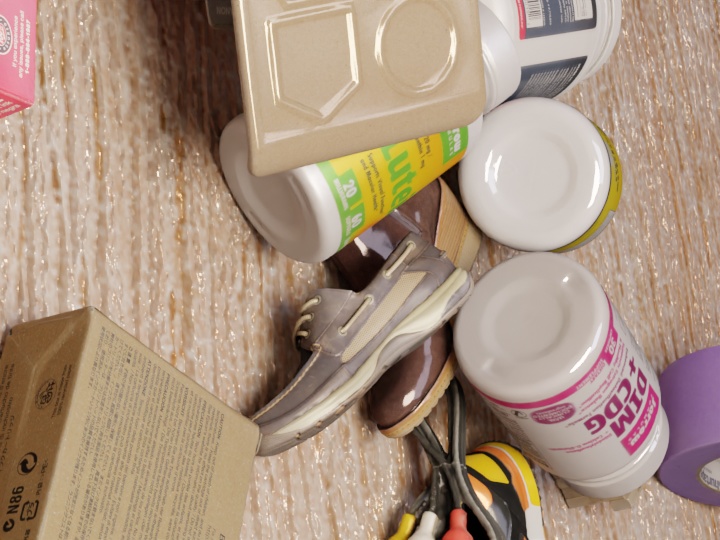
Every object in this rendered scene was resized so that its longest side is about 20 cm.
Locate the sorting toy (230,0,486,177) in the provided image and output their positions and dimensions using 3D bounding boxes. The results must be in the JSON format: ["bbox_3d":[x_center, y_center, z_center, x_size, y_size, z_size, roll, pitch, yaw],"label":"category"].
[{"bbox_3d":[-0.005,-0.172,1.470,0.184,0.036,0.202,-15,112,-32],"label":"sorting toy"}]

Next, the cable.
[{"bbox_3d":[0.057,0.150,1.633,0.050,0.096,0.202,36,51,-50],"label":"cable"}]

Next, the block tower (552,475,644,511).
[{"bbox_3d":[0.156,0.095,1.824,0.201,0.057,0.054,61,38,-18],"label":"block tower"}]

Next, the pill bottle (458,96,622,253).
[{"bbox_3d":[0.140,-0.069,1.767,0.200,0.111,0.113,-1,79,-80],"label":"pill bottle"}]

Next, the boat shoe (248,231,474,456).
[{"bbox_3d":[-0.013,0.048,1.572,0.200,0.075,0.073,-39,85,-28],"label":"boat shoe"}]

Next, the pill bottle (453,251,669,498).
[{"bbox_3d":[0.150,0.081,1.680,0.200,0.112,0.114,51,40,-53],"label":"pill bottle"}]

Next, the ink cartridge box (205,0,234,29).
[{"bbox_3d":[-0.084,-0.238,1.573,0.199,0.083,0.177,-5,85,-54],"label":"ink cartridge box"}]

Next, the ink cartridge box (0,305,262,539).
[{"bbox_3d":[-0.149,0.149,1.364,0.165,0.075,0.201,41,47,-41],"label":"ink cartridge box"}]

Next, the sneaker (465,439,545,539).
[{"bbox_3d":[0.103,0.230,1.701,0.090,0.070,0.202,-21,92,-48],"label":"sneaker"}]

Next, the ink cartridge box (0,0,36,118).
[{"bbox_3d":[-0.274,-0.176,1.287,0.199,0.084,0.146,21,62,-50],"label":"ink cartridge box"}]

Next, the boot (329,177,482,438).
[{"bbox_3d":[0.000,0.000,1.649,0.166,0.072,0.201,35,54,-26],"label":"boot"}]

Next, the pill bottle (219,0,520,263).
[{"bbox_3d":[0.012,-0.102,1.579,0.200,0.111,0.112,-37,111,-26],"label":"pill bottle"}]

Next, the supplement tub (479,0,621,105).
[{"bbox_3d":[0.097,-0.190,1.761,0.199,0.139,0.142,-15,91,-55],"label":"supplement tub"}]

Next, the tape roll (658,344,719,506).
[{"bbox_3d":[0.347,0.131,1.950,0.199,0.199,0.086,30,55,-46],"label":"tape roll"}]
